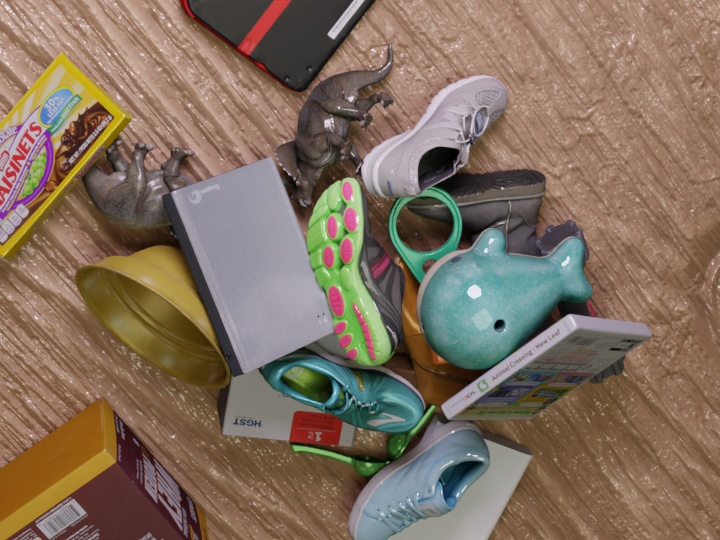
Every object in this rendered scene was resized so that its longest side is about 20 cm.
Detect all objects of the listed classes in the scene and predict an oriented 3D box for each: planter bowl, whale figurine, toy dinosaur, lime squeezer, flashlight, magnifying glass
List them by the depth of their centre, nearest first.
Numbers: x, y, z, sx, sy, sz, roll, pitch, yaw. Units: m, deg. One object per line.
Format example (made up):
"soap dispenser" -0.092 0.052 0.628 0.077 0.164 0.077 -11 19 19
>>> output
"toy dinosaur" -0.227 -0.083 1.647 0.200 0.077 0.102 6 96 -17
"whale figurine" 0.161 0.032 1.658 0.200 0.104 0.159 -18 110 -13
"toy dinosaur" -0.030 -0.161 1.659 0.077 0.102 0.200 19 93 -61
"planter bowl" -0.201 0.033 1.674 0.200 0.200 0.083 46 63 -22
"magnifying glass" 0.077 0.004 1.696 0.080 0.022 0.200 -9 102 -2
"flashlight" 0.253 0.035 1.782 0.068 0.068 0.200 -21 122 -1
"lime squeezer" 0.024 0.200 1.840 0.200 0.038 0.071 -22 82 -1

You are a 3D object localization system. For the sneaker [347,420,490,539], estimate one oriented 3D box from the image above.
"sneaker" 0.068 0.259 1.807 0.200 0.082 0.074 -46 121 9

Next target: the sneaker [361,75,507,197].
"sneaker" 0.096 -0.133 1.666 0.200 0.082 0.075 -42 133 -23

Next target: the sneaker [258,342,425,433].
"sneaker" -0.021 0.136 1.693 0.200 0.080 0.078 21 105 -18

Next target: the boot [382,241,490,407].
"boot" 0.099 0.066 1.753 0.144 0.071 0.201 10 121 13

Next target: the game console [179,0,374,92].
"game console" -0.072 -0.309 1.627 0.177 0.031 0.200 34 102 -25

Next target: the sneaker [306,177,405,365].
"sneaker" 0.000 0.000 1.660 0.077 0.084 0.200 -6 97 34

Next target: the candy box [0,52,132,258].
"candy box" -0.338 -0.119 1.622 0.102 0.026 0.200 44 99 12

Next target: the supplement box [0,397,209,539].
"supplement box" -0.305 0.294 1.753 0.197 0.133 0.200 -35 113 3

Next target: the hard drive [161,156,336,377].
"hard drive" -0.113 -0.007 1.624 0.140 0.033 0.200 -24 93 -41

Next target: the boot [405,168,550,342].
"boot" 0.132 -0.009 1.764 0.182 0.073 0.200 -2 118 -8

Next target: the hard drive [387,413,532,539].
"hard drive" 0.106 0.282 1.885 0.132 0.027 0.200 21 105 -17

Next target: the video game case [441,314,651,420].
"video game case" 0.206 0.109 1.707 0.182 0.022 0.200 -38 157 24

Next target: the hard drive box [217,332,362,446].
"hard drive box" -0.069 0.087 1.750 0.156 0.077 0.200 6 110 -12
